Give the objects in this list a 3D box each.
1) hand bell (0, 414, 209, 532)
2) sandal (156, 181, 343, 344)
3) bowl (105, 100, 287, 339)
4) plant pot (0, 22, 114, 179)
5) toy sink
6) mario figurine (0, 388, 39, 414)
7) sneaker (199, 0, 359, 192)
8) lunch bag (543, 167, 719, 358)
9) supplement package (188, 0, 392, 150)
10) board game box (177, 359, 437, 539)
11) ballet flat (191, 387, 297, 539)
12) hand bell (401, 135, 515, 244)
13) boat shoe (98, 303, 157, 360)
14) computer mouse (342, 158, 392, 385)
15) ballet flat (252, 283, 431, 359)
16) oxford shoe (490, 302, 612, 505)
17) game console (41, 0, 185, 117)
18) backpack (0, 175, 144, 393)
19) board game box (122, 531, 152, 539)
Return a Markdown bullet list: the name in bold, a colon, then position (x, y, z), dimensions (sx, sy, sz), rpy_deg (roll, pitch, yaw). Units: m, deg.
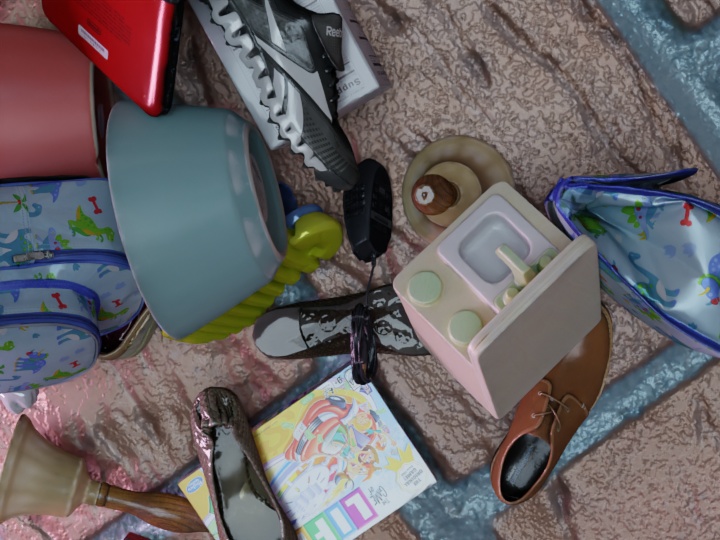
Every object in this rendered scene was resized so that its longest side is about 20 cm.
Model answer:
- **hand bell**: position (-0.233, 0.212, 1.334), dimensions (0.198, 0.104, 0.105), rpy_deg (17, 100, -7)
- **sandal**: position (-0.107, -0.008, 1.297), dimensions (0.199, 0.079, 0.087), rpy_deg (-37, 63, 14)
- **bowl**: position (-0.124, -0.052, 1.181), dimensions (0.104, 0.201, 0.203), rpy_deg (-12, 96, 7)
- **plant pot**: position (-0.309, -0.127, 1.251), dimensions (0.175, 0.200, 0.202), rpy_deg (-4, 98, -3)
- **toy sink**: position (0.112, 0.018, 1.175), dimensions (0.130, 0.200, 0.112), rpy_deg (-44, 69, -6)
- **mario figurine**: position (-0.338, 0.110, 1.313), dimensions (0.200, 0.124, 0.106), rpy_deg (-39, 74, -4)
- **sneaker**: position (-0.043, -0.162, 1.151), dimensions (0.090, 0.066, 0.201), rpy_deg (-31, 91, 12)
- **lunch bag**: position (0.246, -0.020, 1.191), dimensions (0.199, 0.170, 0.128), rpy_deg (26, 91, 4)
- **supplement package**: position (-0.071, -0.219, 1.237), dimensions (0.113, 0.110, 0.201), rpy_deg (-28, 93, 10)
- **board game box**: position (-0.048, 0.191, 1.314), dimensions (0.199, 0.034, 0.135), rpy_deg (-35, 93, 1)
- **ballet flat**: position (-0.103, 0.200, 1.266), dimensions (0.067, 0.046, 0.202), rpy_deg (-17, 93, -1)
- **hand bell**: position (0.070, -0.064, 1.190), dimensions (0.103, 0.200, 0.105), rpy_deg (0, 93, 11)
- **boat shoe**: position (-0.198, -0.009, 1.304), dimensions (0.073, 0.066, 0.202), rpy_deg (18, 99, 5)
- **computer mouse**: position (0.000, 0.000, 1.266), dimensions (0.034, 0.059, 0.202), rpy_deg (-1, 77, 22)
- **ballet flat**: position (0.001, 0.051, 1.303), dimensions (0.198, 0.046, 0.068), rpy_deg (-7, 83, 2)
- **oxford shoe**: position (0.173, 0.120, 1.275), dimensions (0.071, 0.071, 0.202), rpy_deg (22, 98, 6)
- **game console**: position (-0.161, -0.249, 1.164), dimensions (0.200, 0.118, 0.174), rpy_deg (42, 134, 37)
- **backpack**: position (-0.278, 0.015, 1.186), dimensions (0.198, 0.183, 0.148), rpy_deg (-10, 68, -19)
- **board game box**: position (-0.138, 0.299, 1.321), dimensions (0.198, 0.103, 0.020), rpy_deg (20, 101, 4)
